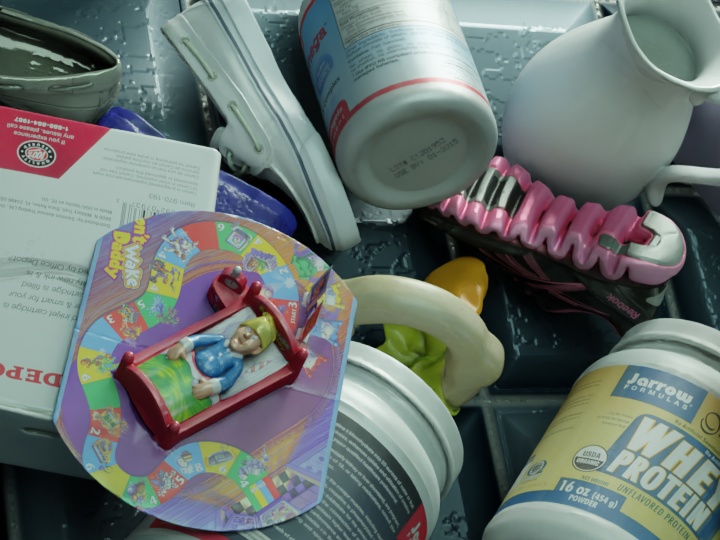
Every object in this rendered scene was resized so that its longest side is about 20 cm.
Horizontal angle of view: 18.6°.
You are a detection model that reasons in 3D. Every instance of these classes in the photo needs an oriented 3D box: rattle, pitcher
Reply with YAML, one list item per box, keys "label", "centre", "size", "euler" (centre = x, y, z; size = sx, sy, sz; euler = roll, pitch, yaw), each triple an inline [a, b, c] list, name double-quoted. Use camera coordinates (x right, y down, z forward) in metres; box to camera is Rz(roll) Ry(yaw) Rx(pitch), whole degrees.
- label: "rattle"
  centre: [0.000, 0.000, 1.400]
  size: [0.200, 0.130, 0.143]
  euler: [29, 64, -20]
- label: "pitcher"
  centre: [0.190, -0.101, 1.507]
  size: [0.121, 0.200, 0.172]
  euler: [-27, 77, -33]

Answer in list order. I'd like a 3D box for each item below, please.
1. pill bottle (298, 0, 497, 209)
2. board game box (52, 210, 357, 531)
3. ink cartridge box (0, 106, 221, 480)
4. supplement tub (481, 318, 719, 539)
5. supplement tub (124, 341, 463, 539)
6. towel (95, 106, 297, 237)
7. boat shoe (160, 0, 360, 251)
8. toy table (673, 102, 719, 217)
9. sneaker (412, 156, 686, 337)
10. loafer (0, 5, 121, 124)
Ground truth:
- label: "pill bottle"
  centre: [0.018, -0.145, 1.494]
  size: [0.108, 0.109, 0.200]
  euler: [4, 45, -22]
- label: "board game box"
  centre: [-0.082, 0.045, 1.235]
  size: [0.158, 0.039, 0.200]
  euler: [16, 58, -9]
- label: "ink cartridge box"
  centre: [-0.168, 0.017, 1.299]
  size: [0.145, 0.083, 0.200]
  euler: [12, 59, -11]
- label: "supplement tub"
  centre: [0.177, 0.142, 1.401]
  size: [0.145, 0.145, 0.200]
  euler: [37, 55, -2]
- label: "supplement tub"
  centre: [-0.041, 0.151, 1.301]
  size: [0.140, 0.140, 0.200]
  euler: [40, 55, 1]
- label: "towel"
  centre: [-0.148, 0.004, 1.394]
  size: [0.147, 0.050, 0.200]
  euler: [31, 56, 3]
- label: "boat shoe"
  centre: [-0.069, -0.092, 1.477]
  size: [0.067, 0.074, 0.200]
  euler: [-27, 75, -5]
- label: "toy table"
  centre: [0.303, -0.107, 1.592]
  size: [0.117, 0.184, 0.200]
  euler: [-37, 91, -18]
- label: "sneaker"
  centre: [0.120, -0.011, 1.503]
  size: [0.200, 0.096, 0.079]
  euler: [22, 44, 18]
- label: "loafer"
  centre: [-0.250, -0.148, 1.414]
  size: [0.199, 0.070, 0.070]
  euler: [14, 58, -17]
